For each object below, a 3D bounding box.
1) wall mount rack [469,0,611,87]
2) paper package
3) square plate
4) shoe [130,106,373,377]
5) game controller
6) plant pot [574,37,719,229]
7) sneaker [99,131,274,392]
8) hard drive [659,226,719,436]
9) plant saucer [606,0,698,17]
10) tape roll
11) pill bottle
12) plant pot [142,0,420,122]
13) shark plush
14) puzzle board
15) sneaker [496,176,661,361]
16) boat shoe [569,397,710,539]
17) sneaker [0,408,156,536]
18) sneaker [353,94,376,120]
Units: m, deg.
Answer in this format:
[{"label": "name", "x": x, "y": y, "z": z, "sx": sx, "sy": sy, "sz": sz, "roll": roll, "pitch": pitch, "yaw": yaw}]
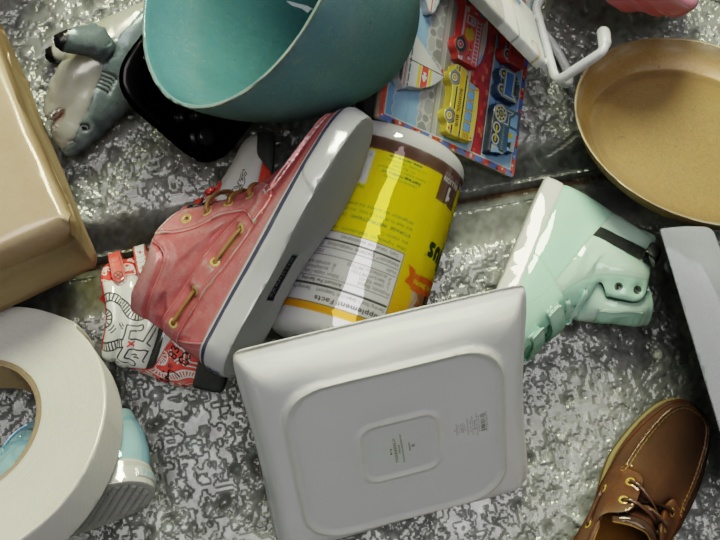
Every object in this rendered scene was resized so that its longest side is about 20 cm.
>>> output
[{"label": "wall mount rack", "x": 0.123, "y": -0.239, "z": 0.806, "sx": 0.200, "sy": 0.074, "sz": 0.175, "roll": 35, "pitch": 36, "yaw": -35}, {"label": "paper package", "x": -0.312, "y": -0.053, "z": 0.752, "sx": 0.199, "sy": 0.104, "sz": 0.191, "roll": -24, "pitch": 70, "yaw": -8}, {"label": "square plate", "x": 0.025, "y": 0.113, "z": 0.736, "sx": 0.197, "sy": 0.201, "sz": 0.029, "roll": -13, "pitch": 39, "yaw": -6}, {"label": "shoe", "x": -0.076, "y": -0.035, "z": 0.717, "sx": 0.091, "sy": 0.071, "sz": 0.201, "roll": 31, "pitch": 92, "yaw": 17}, {"label": "game controller", "x": -0.096, "y": -0.183, "z": 0.809, "sx": 0.104, "sy": 0.042, "sz": 0.201, "roll": 44, "pitch": 71, "yaw": -32}, {"label": "plant pot", "x": 0.260, "y": -0.104, "z": 0.824, "sx": 0.198, "sy": 0.028, "sz": 0.201, "roll": 4, "pitch": 53, "yaw": -5}, {"label": "sneaker", "x": -0.132, "y": -0.017, "z": 0.795, "sx": 0.107, "sy": 0.067, "sz": 0.203, "roll": 13, "pitch": 82, "yaw": -4}, {"label": "hard drive", "x": 0.264, "y": 0.065, "z": 0.775, "sx": 0.042, "sy": 0.135, "sz": 0.201, "roll": -17, "pitch": 82, "yaw": 16}, {"label": "plant saucer", "x": 0.190, "y": -0.278, "z": 0.823, "sx": 0.051, "sy": 0.200, "sz": 0.202, "roll": -30, "pitch": 82, "yaw": 32}, {"label": "tape roll", "x": -0.262, "y": 0.116, "z": 0.730, "sx": 0.201, "sy": 0.037, "sz": 0.204, "roll": -6, "pitch": 53, "yaw": 9}, {"label": "pill bottle", "x": 0.000, "y": 0.000, "z": 0.780, "sx": 0.108, "sy": 0.109, "sz": 0.201, "roll": 18, "pitch": 80, "yaw": -1}, {"label": "plant pot", "x": -0.036, "y": -0.185, "z": 0.731, "sx": 0.134, "sy": 0.199, "sz": 0.202, "roll": 19, "pitch": 76, "yaw": -45}, {"label": "shark plush", "x": -0.161, "y": -0.167, "z": 0.839, "sx": 0.199, "sy": 0.091, "sz": 0.084, "roll": -31, "pitch": 104, "yaw": -29}, {"label": "puzzle board", "x": 0.082, "y": -0.189, "z": 0.821, "sx": 0.150, "sy": 0.017, "sz": 0.202, "roll": 17, "pitch": 76, "yaw": -40}, {"label": "sneaker", "x": 0.155, "y": 0.038, "z": 0.800, "sx": 0.118, "sy": 0.074, "sz": 0.201, "roll": 24, "pitch": 77, "yaw": 6}, {"label": "boat shoe", "x": 0.204, "y": 0.184, "z": 0.785, "sx": 0.072, "sy": 0.068, "sz": 0.201, "roll": 35, "pitch": 80, "yaw": 2}, {"label": "sneaker", "x": -0.245, "y": 0.154, "z": 0.767, "sx": 0.198, "sy": 0.074, "sz": 0.082, "roll": -15, "pitch": 52, "yaw": -2}, {"label": "sneaker", "x": 0.020, "y": -0.187, "z": 0.824, "sx": 0.074, "sy": 0.088, "sz": 0.202, "roll": -13, "pitch": 82, "yaw": -4}]
